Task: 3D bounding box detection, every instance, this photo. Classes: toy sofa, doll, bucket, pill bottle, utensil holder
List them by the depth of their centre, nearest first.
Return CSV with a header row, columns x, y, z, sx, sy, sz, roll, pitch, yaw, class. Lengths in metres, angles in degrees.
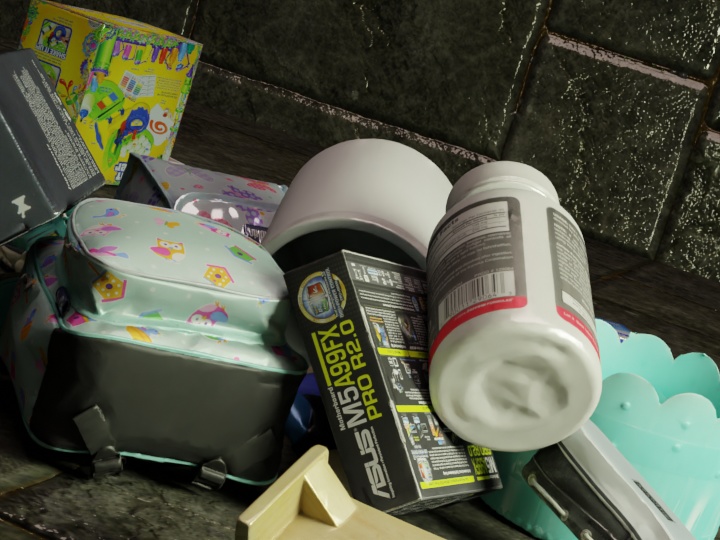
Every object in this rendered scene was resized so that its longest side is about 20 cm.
x,y,z,sx,sy,sz,roll,pitch,yaw,class
0.034,0.178,0.913,0.199,0.098,0.083,21,34,22,toy sofa
0.099,0.016,1.203,0.110,0.111,0.200,16,37,-10,pill bottle
-0.010,0.117,1.238,0.136,0.049,0.200,37,9,-6,doll
0.186,0.122,1.308,0.206,0.135,0.207,17,10,-3,bucket
0.000,0.000,1.436,0.169,0.171,0.200,17,25,0,utensil holder

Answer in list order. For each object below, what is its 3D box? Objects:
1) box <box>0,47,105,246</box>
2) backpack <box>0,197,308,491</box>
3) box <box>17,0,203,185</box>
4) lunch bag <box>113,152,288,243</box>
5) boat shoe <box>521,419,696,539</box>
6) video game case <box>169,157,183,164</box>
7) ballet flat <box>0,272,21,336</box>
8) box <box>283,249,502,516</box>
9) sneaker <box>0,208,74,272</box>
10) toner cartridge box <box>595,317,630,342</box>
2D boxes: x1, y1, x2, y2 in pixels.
x,y,z,sx,sy,sz,roll,pitch,yaw,class
-0.296,-0.054,1.213,0.196,0.118,0.200,-27,8,4,box
-0.139,0.038,1.163,0.175,0.154,0.200,8,10,-25,backpack
-0.318,-0.211,2.190,0.122,0.193,0.200,22,10,28,box
-0.117,-0.012,1.598,0.169,0.128,0.200,12,23,-29,lunch bag
0.171,0.182,1.135,0.200,0.068,0.074,51,14,28,boat shoe
-0.349,-0.175,2.476,0.143,0.018,0.200,9,12,-40,video game case
-0.201,0.045,1.309,0.199,0.068,0.072,11,-9,-38,ballet flat
0.025,0.075,1.172,0.044,0.161,0.200,-20,-10,16,box
-0.246,-0.019,1.527,0.077,0.080,0.200,9,13,-44,sneaker
0.205,0.063,2.000,0.199,0.043,0.095,16,10,-10,toner cartridge box
